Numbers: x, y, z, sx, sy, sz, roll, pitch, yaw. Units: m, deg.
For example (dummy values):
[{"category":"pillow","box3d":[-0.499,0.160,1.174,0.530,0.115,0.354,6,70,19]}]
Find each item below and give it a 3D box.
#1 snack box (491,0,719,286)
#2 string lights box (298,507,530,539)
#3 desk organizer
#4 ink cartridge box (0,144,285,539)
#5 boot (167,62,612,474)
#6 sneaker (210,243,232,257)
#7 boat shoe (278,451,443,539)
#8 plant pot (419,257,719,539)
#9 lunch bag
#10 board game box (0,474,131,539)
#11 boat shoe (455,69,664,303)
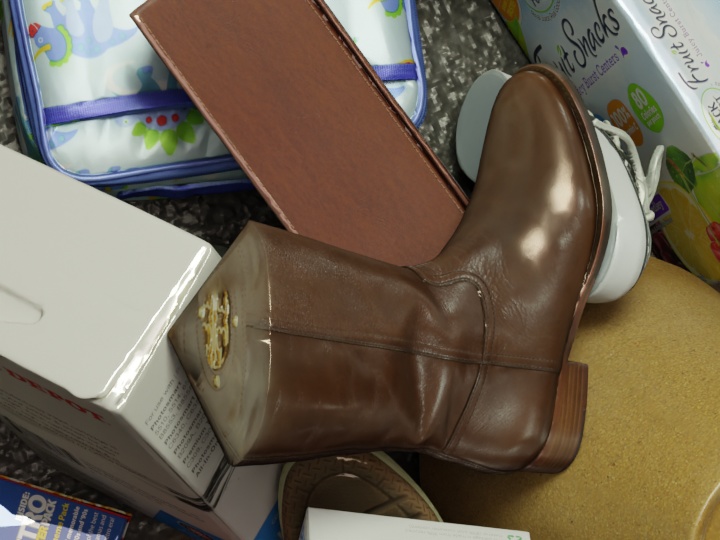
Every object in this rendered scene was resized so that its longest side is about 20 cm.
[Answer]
[{"category":"snack box","box3d":[0.140,-0.092,1.309,0.053,0.142,0.201,-32,87,-16]},{"category":"string lights box","box3d":[0.007,0.202,1.208,0.102,0.201,0.059,8,37,-10]},{"category":"desk organizer","box3d":[-0.025,-0.052,1.226,0.077,0.072,0.200,-39,97,-19]},{"category":"ink cartridge box","box3d":[-0.104,0.039,1.187,0.145,0.200,0.085,24,73,27]},{"category":"boot","box3d":[0.012,-0.008,1.127,0.199,0.064,0.188,8,76,-39]},{"category":"sneaker","box3d":[0.000,0.000,1.308,0.199,0.073,0.083,6,75,-20]},{"category":"boat shoe","box3d":[0.015,0.135,1.243,0.071,0.076,0.201,-18,127,10]},{"category":"plant pot","box3d":[0.144,0.100,1.219,0.185,0.200,0.188,-3,100,-17]},{"category":"lunch bag","box3d":[-0.070,-0.115,1.307,0.199,0.082,0.162,-6,84,-11]},{"category":"board game box","box3d":[-0.222,0.154,1.244,0.199,0.046,0.152,19,77,-7]},{"category":"boat shoe","box3d":[0.104,-0.035,1.266,0.068,0.199,0.074,14,103,-21]}]
